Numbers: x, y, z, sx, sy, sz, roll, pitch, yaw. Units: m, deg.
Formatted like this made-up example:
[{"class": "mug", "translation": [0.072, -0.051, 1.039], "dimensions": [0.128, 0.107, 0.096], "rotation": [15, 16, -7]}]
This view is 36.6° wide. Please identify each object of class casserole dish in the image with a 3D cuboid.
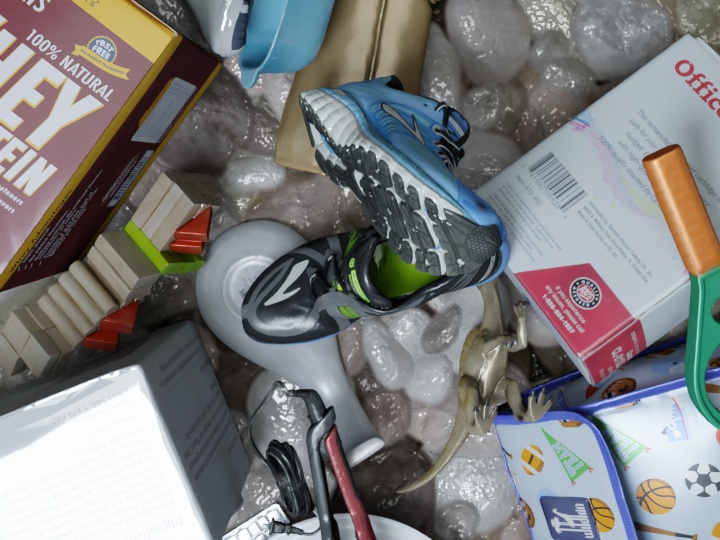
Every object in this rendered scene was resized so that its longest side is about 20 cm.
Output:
[{"class": "casserole dish", "translation": [-0.039, -0.220, 0.755], "dimensions": [0.039, 0.121, 0.201], "rotation": [14, 95, -19]}]

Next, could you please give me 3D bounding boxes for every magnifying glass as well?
[{"class": "magnifying glass", "translation": [0.225, 0.016, 0.685], "dimensions": [0.079, 0.022, 0.201], "rotation": [-25, 104, 1]}]

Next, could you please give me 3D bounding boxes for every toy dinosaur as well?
[{"class": "toy dinosaur", "translation": [0.089, 0.086, 0.789], "dimensions": [0.058, 0.101, 0.201], "rotation": [12, 97, -20]}]

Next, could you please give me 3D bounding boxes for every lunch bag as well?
[{"class": "lunch bag", "translation": [0.211, 0.151, 0.787], "dimensions": [0.199, 0.124, 0.171], "rotation": [-18, 96, 18]}]

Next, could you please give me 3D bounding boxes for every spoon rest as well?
[{"class": "spoon rest", "translation": [-0.049, 0.055, 0.815], "dimensions": [0.099, 0.061, 0.201], "rotation": [-32, 81, 2]}]

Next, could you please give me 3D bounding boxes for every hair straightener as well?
[{"class": "hair straightener", "translation": [-0.035, 0.169, 0.760], "dimensions": [0.077, 0.041, 0.201], "rotation": [-16, 107, 5]}]

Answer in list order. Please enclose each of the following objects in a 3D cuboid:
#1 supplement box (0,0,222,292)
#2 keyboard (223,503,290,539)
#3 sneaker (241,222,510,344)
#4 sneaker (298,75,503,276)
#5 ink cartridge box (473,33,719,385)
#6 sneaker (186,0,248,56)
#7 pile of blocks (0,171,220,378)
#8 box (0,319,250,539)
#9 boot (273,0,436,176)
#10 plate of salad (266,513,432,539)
[{"class": "supplement box", "translation": [-0.213, -0.107, 0.721], "dimensions": [0.133, 0.200, 0.198], "rotation": [37, 94, -3]}, {"class": "keyboard", "translation": [-0.133, 0.258, 0.850], "dimensions": [0.200, 0.011, 0.056], "rotation": [-33, 94, 3]}, {"class": "sneaker", "translation": [0.000, 0.000, 0.735], "dimensions": [0.199, 0.083, 0.071], "rotation": [-17, 82, 23]}, {"class": "sneaker", "translation": [0.035, -0.076, 0.683], "dimensions": [0.090, 0.200, 0.079], "rotation": [-27, 134, -12]}, {"class": "ink cartridge box", "translation": [0.196, -0.041, 0.755], "dimensions": [0.200, 0.083, 0.146], "rotation": [-36, 63, 3]}, {"class": "sneaker", "translation": [-0.158, -0.235, 0.757], "dimensions": [0.129, 0.079, 0.200], "rotation": [-16, 95, -10]}, {"class": "pile of blocks", "translation": [-0.167, 0.015, 0.781], "dimensions": [0.200, 0.082, 0.062], "rotation": [-43, 72, -2]}, {"class": "box", "translation": [-0.195, 0.139, 0.745], "dimensions": [0.199, 0.199, 0.131], "rotation": [-22, 94, 2]}, {"class": "boot", "translation": [0.041, -0.156, 0.786], "dimensions": [0.174, 0.066, 0.201], "rotation": [13, 95, 11]}, {"class": "plate of salad", "translation": [-0.008, 0.275, 0.829], "dimensions": [0.199, 0.048, 0.201], "rotation": [0, 102, 1]}]
